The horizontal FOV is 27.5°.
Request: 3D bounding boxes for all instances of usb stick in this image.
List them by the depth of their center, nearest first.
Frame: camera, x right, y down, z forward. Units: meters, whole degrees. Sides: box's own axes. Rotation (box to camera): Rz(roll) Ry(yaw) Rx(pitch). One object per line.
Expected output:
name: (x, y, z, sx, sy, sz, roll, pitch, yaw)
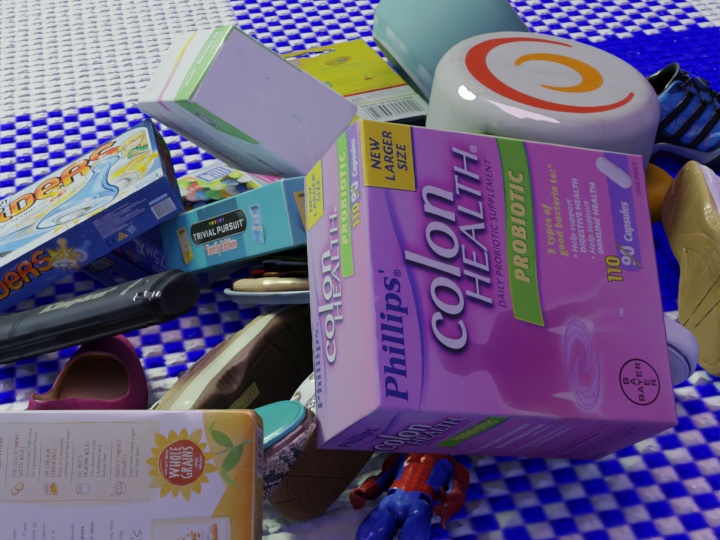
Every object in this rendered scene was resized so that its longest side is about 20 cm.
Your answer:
usb stick: (-0.198, 0.035, 1.031, 0.199, 0.033, 0.055, -14, 10, 35)

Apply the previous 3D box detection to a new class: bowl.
bowl: (0.085, -0.207, 1.360, 0.105, 0.201, 0.201, -39, 35, 3)

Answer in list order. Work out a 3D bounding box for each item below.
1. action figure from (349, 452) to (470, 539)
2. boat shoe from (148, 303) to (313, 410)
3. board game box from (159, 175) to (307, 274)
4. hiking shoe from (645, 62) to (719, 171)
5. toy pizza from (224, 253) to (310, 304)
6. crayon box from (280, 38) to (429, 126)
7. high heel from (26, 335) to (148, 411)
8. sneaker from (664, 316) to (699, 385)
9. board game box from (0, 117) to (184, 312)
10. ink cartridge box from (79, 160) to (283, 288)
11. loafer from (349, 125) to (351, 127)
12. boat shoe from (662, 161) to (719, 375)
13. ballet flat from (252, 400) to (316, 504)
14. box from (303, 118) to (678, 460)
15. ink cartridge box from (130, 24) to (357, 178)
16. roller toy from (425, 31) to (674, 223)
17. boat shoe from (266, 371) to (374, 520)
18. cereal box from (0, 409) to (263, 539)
action figure: (0.026, 0.149, 0.884, 0.065, 0.052, 0.200, 4, 29, 17)
boat shoe: (-0.092, 0.077, 0.997, 0.076, 0.072, 0.200, -1, 23, 37)
board game box: (-0.038, -0.038, 1.083, 0.150, 0.047, 0.200, -10, -1, -33)
hiking shoe: (0.294, -0.139, 1.296, 0.198, 0.087, 0.075, -6, 31, -4)
toy pizza: (0.000, 0.000, 1.064, 0.199, 0.032, 0.200, -4, 3, 0)
crayon box: (-0.020, -0.154, 1.388, 0.126, 0.051, 0.200, -12, 33, -15)
high heel: (-0.182, 0.073, 0.978, 0.067, 0.097, 0.200, -5, 31, -2)
sneaker: (0.128, 0.065, 1.004, 0.199, 0.073, 0.071, 3, 47, 21)
board game box: (-0.237, -0.037, 1.148, 0.199, 0.035, 0.136, -29, 27, 1)
ink cartridge box: (-0.130, -0.038, 1.217, 0.199, 0.042, 0.119, -29, 39, -34)
loafer: (-0.020, -0.087, 1.201, 0.063, 0.072, 0.199, -30, 34, -29)
boat shoe: (0.273, -0.001, 1.071, 0.069, 0.071, 0.201, 19, 42, -15)
ballet flat: (-0.114, 0.139, 0.879, 0.199, 0.076, 0.068, -18, 21, -2)
box: (0.076, 0.016, 0.896, 0.199, 0.097, 0.177, 5, 69, -22)
ink cartridge box: (-0.096, -0.128, 1.133, 0.117, 0.068, 0.200, 31, -6, -22)
roller toy: (0.143, -0.098, 1.193, 0.199, 0.141, 0.183, -8, 36, -25)
boat shoe: (-0.001, 0.073, 0.957, 0.200, 0.071, 0.069, -41, 31, -21)
cereal box: (-0.155, 0.151, 0.819, 0.198, 0.145, 0.040, 0, -12, 5)
